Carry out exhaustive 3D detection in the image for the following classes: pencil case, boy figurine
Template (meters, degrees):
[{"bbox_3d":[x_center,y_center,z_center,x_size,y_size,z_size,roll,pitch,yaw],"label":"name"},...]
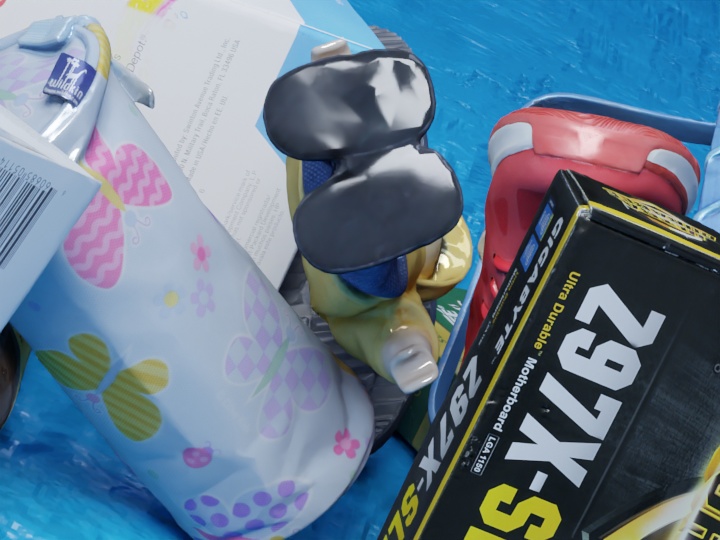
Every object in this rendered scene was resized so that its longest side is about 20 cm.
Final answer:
[{"bbox_3d":[-0.074,0.007,0.999,0.200,0.083,0.091,55,38,-32],"label":"pencil case"},{"bbox_3d":[0.007,-0.015,1.025,0.200,0.064,0.125,61,13,-79],"label":"boy figurine"}]

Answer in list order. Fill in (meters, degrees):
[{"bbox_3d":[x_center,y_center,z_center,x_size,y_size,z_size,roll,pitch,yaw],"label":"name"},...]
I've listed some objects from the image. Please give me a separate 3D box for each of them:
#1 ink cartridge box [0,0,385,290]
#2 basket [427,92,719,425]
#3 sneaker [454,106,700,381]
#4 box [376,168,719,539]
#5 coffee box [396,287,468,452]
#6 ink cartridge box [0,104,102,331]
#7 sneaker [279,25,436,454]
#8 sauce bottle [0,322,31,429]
[{"bbox_3d":[-0.116,-0.083,1.149,0.199,0.129,0.125,19,19,-24],"label":"ink cartridge box"},{"bbox_3d":[0.139,0.014,1.168,0.199,0.177,0.139,12,-29,13],"label":"basket"},{"bbox_3d":[0.070,0.024,1.021,0.078,0.116,0.200,10,-17,5],"label":"sneaker"},{"bbox_3d":[0.096,0.087,0.956,0.159,0.201,0.049,23,16,-12],"label":"box"},{"bbox_3d":[0.090,0.059,1.294,0.199,0.044,0.123,12,23,-37],"label":"coffee box"},{"bbox_3d":[-0.213,-0.017,0.902,0.200,0.176,0.084,37,3,29],"label":"ink cartridge box"},{"bbox_3d":[0.000,0.000,1.219,0.070,0.082,0.201,5,61,4],"label":"sneaker"},{"bbox_3d":[-0.148,0.029,1.005,0.064,0.065,0.200,24,18,-7],"label":"sauce bottle"}]
